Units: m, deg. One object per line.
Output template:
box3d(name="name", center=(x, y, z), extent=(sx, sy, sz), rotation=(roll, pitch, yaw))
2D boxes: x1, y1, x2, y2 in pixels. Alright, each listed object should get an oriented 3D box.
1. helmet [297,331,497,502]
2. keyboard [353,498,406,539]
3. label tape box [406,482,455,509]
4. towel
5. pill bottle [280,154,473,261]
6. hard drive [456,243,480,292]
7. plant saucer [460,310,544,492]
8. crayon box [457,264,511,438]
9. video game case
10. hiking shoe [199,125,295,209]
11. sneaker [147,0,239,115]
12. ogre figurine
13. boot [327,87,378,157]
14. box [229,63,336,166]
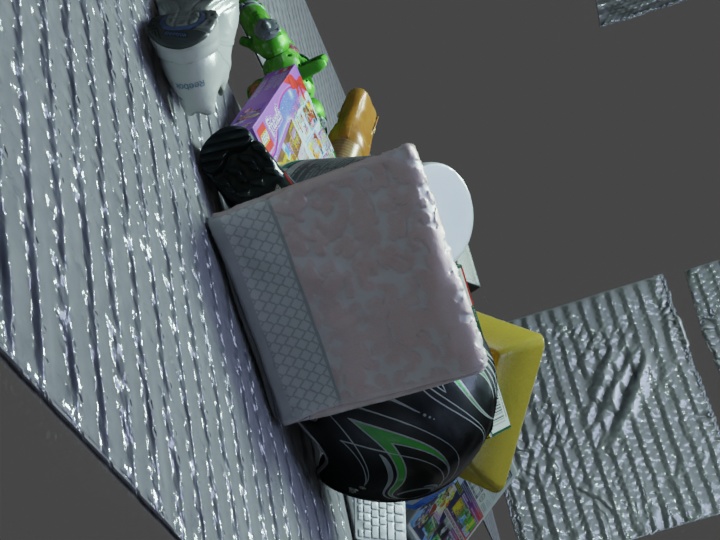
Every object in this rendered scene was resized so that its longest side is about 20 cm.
box3d(name="helmet", center=(0.027, 0.106, 1.296), extent=(0.191, 0.199, 0.201), rotation=(81, -3, -50))
box3d(name="keyboard", center=(0.018, 0.185, 1.455), extent=(0.011, 0.056, 0.201), rotation=(123, -30, -57))
box3d(name="label tape box", center=(0.021, 0.166, 1.562), extent=(0.200, 0.063, 0.144), rotation=(56, 2, 15))
box3d(name="towel", center=(-0.012, 0.016, 1.176), extent=(0.032, 0.190, 0.201), rotation=(-57, 128, -79))
box3d(name="pill bottle", center=(0.002, -0.050, 1.295), extent=(0.200, 0.113, 0.114), rotation=(2, -64, 50))
box3d(name="hard drive", center=(0.041, -0.004, 1.719), extent=(0.042, 0.199, 0.136), rotation=(3, 68, -56))
box3d(name="plant saucer", center=(0.108, 0.146, 1.710), extent=(0.048, 0.199, 0.201), rotation=(8, 99, -52))
box3d(name="crayon box", center=(0.066, 0.113, 1.653), extent=(0.058, 0.172, 0.201), rotation=(-15, 87, -55))
box3d(name="video game case", center=(0.129, 0.291, 1.820), extent=(0.023, 0.182, 0.200), rotation=(31, -17, 29))
box3d(name="hiking shoe", center=(-0.064, -0.042, 1.245), extent=(0.200, 0.074, 0.087), rotation=(56, -1, 4))
box3d(name="sneaker", center=(-0.144, -0.198, 1.229), extent=(0.200, 0.074, 0.087), rotation=(-80, 164, -63))
box3d(name="ogre figurine", center=(-0.087, -0.228, 1.617), extent=(0.120, 0.098, 0.201), rotation=(-129, -149, -76))
box3d(name="boot", center=(-0.013, -0.110, 1.690), extent=(0.202, 0.070, 0.144), rotation=(95, 10, -54))
box3d(name="box", center=(-0.076, -0.117, 1.452), extent=(0.200, 0.039, 0.137), rotation=(-68, 138, -62))
